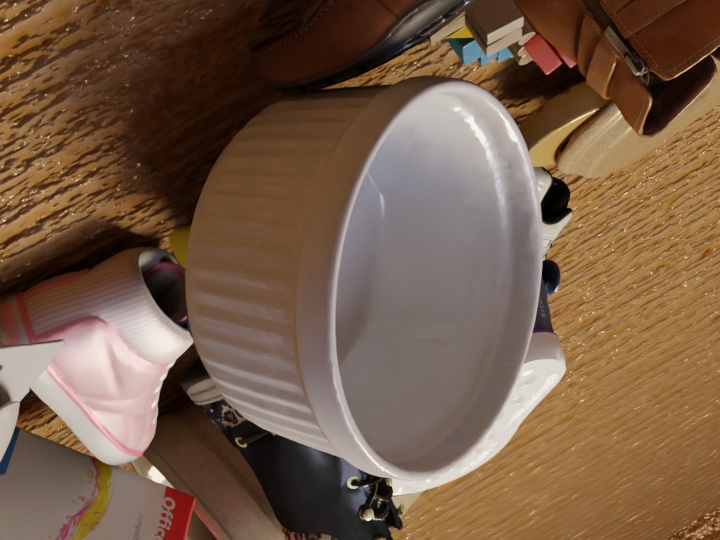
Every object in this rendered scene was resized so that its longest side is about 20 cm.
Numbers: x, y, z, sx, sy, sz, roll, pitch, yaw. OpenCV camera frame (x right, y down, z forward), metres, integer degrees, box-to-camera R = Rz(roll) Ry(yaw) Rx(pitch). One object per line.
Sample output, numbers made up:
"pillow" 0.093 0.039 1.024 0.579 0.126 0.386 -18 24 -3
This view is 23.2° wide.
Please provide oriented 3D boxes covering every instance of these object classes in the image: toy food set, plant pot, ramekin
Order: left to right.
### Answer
"plant pot" -0.039 0.135 1.238 0.183 0.200 0.201 -39 161 -15
"ramekin" 0.000 0.000 0.890 0.105 0.201 0.200 7 -178 33
"toy food set" 0.199 -0.125 1.120 0.200 0.049 0.198 -39 170 25

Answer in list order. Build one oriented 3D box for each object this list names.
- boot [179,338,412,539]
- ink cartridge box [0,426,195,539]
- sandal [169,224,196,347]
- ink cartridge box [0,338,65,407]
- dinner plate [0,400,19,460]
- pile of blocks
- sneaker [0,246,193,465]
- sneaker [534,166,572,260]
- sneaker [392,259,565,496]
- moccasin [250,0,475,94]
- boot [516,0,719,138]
"boot" 0.002 0.098 1.064 0.203 0.154 0.073 -15 -159 36
"ink cartridge box" -0.175 0.177 1.071 0.199 0.116 0.067 23 134 -14
"sandal" -0.061 0.015 1.001 0.079 0.087 0.200 -8 180 11
"ink cartridge box" -0.261 0.076 0.933 0.200 0.068 0.115 -45 157 29
"dinner plate" -0.242 0.143 0.896 0.200 0.024 0.200 -45 178 -2
"pile of blocks" 0.107 -0.132 0.999 0.200 0.062 0.082 -12 151 -41
"sneaker" -0.133 0.051 1.044 0.104 0.076 0.200 -27 154 0
"sneaker" 0.113 -0.024 1.224 0.088 0.076 0.200 -33 159 3
"sneaker" 0.048 0.042 1.128 0.080 0.147 0.200 0 147 -34
"moccasin" 0.013 -0.145 0.830 0.074 0.078 0.201 -35 -176 -40
"boot" 0.129 -0.169 0.819 0.076 0.156 0.200 -17 154 -33
